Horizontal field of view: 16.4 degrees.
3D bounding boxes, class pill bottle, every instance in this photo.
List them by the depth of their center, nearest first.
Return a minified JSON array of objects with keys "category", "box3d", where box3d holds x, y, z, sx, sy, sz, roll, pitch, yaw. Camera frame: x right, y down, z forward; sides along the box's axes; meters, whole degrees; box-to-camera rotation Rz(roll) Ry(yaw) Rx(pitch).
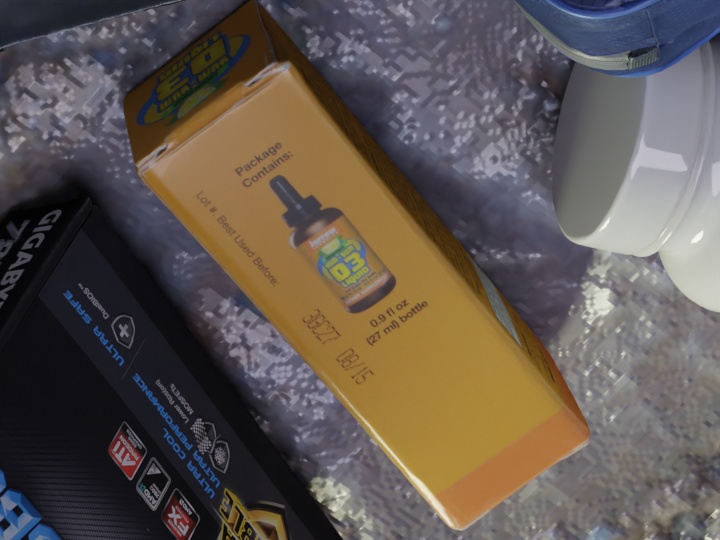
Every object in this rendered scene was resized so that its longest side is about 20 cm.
[{"category":"pill bottle","box3d":[0.175,-0.032,0.885,0.199,0.112,0.112,11,117,-15]}]

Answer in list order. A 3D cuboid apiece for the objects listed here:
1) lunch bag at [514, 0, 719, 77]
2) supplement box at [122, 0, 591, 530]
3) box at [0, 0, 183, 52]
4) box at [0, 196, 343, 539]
[{"category":"lunch bag","box3d":[0.104,-0.150,0.780,0.200,0.132,0.136,-33,79,9]},{"category":"supplement box","box3d":[0.000,0.000,0.899,0.066,0.069,0.200,-35,121,9]},{"category":"box","box3d":[-0.082,-0.187,0.753,0.148,0.107,0.200,-14,120,-2]},{"category":"box","box3d":[-0.101,0.113,0.876,0.050,0.199,0.200,-8,128,36]}]
